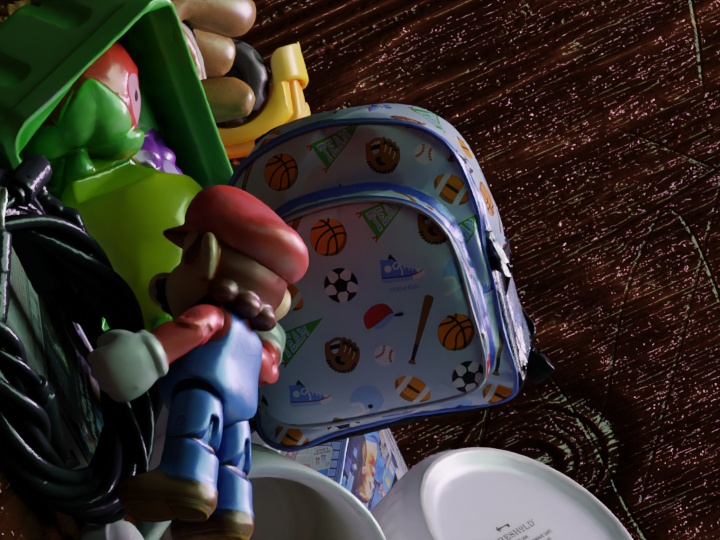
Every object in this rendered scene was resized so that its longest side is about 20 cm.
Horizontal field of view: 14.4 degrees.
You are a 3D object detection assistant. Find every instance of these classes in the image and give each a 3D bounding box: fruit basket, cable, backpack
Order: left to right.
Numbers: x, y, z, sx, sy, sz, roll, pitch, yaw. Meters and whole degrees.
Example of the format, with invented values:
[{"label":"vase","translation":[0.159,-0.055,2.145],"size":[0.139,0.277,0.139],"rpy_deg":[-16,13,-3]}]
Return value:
[{"label":"cable","translation":[-0.158,0.043,1.487],"size":[0.163,0.051,0.200],"rpy_deg":[-54,127,-69]},{"label":"fruit basket","translation":[-0.135,-0.048,1.688],"size":[0.216,0.156,0.216],"rpy_deg":[37,-22,18]},{"label":"backpack","translation":[0.000,0.000,1.671],"size":[0.154,0.200,0.191],"rpy_deg":[-67,145,-86]}]

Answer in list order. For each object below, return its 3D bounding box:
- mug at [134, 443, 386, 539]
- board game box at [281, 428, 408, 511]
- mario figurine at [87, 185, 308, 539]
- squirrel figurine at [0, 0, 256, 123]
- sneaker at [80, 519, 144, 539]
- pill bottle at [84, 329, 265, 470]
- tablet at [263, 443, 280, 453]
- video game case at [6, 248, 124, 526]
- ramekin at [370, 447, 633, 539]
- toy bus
[{"label":"mug","translation":[-0.077,0.182,1.642],"size":[0.149,0.187,0.153],"rpy_deg":[31,3,-15]},{"label":"board game box","translation":[-0.020,0.202,1.919],"size":[0.200,0.062,0.200],"rpy_deg":[67,30,-41]},{"label":"mario figurine","translation":[-0.091,0.048,1.528],"size":[0.123,0.106,0.200],"rpy_deg":[108,-8,-64]},{"label":"squirrel figurine","translation":[-0.169,-0.176,1.867],"size":[0.142,0.200,0.187],"rpy_deg":[128,-37,-71]},{"label":"sneaker","translation":[-0.069,0.202,1.492],"size":[0.200,0.115,0.074],"rpy_deg":[66,4,27]},{"label":"pill bottle","translation":[-0.126,0.036,1.823],"size":[0.112,0.112,0.200],"rpy_deg":[62,5,-55]},{"label":"tablet","translation":[-0.078,0.122,1.887],"size":[0.200,0.014,0.130],"rpy_deg":[160,-65,-75]},{"label":"video game case","translation":[-0.188,0.032,1.618],"size":[0.200,0.023,0.182],"rpy_deg":[-110,175,-63]},{"label":"ramekin","translation":[0.083,0.199,1.729],"size":[0.200,0.105,0.200],"rpy_deg":[22,32,-15]},{"label":"toy bus","translation":[-0.117,-0.056,1.998],"size":[0.136,0.200,0.192],"rpy_deg":[53,20,-86]}]
